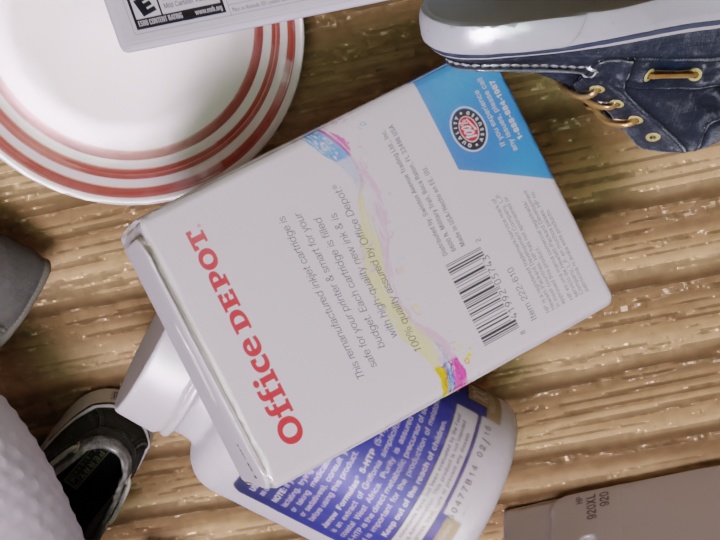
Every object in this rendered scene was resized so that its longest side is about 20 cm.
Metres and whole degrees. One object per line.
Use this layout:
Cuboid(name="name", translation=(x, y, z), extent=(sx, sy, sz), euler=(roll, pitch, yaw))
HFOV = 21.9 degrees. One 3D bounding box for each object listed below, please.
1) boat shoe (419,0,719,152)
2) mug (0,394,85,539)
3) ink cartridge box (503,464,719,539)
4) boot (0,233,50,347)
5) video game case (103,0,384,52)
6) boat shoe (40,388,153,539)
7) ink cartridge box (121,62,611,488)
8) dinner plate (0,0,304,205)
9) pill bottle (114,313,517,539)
Cuboid(name="boat shoe", translation=(0.122, -0.099, 0.914), extent=(0.199, 0.071, 0.091), euler=(-9, 121, -20))
Cuboid(name="mug", translation=(-0.243, 0.146, 1.021), extent=(0.200, 0.147, 0.176), euler=(-17, 95, 55))
Cuboid(name="ink cartridge box", translation=(0.174, 0.242, 1.072), extent=(0.144, 0.147, 0.201), euler=(-14, 116, 11))
Cuboid(name="boot", translation=(-0.248, -0.037, 0.978), extent=(0.200, 0.073, 0.182), euler=(33, 125, -25))
Cuboid(name="video game case", translation=(-0.054, -0.206, 0.882), extent=(0.199, 0.022, 0.183), euler=(-8, 114, 23))
Cuboid(name="boat shoe", translation=(-0.192, 0.156, 1.104), extent=(0.071, 0.064, 0.200), euler=(30, 116, -12))
Cuboid(name="ink cartridge box", translation=(0.000, 0.000, 0.930), extent=(0.199, 0.085, 0.145), euler=(-28, 93, -16))
Cuboid(name="dinner plate", translation=(-0.128, -0.128, 0.976), extent=(0.199, 0.024, 0.201), euler=(2, 117, 4))
Cuboid(name="pill bottle", translation=(-0.026, 0.082, 1.022), extent=(0.199, 0.120, 0.120), euler=(28, 116, -10))
